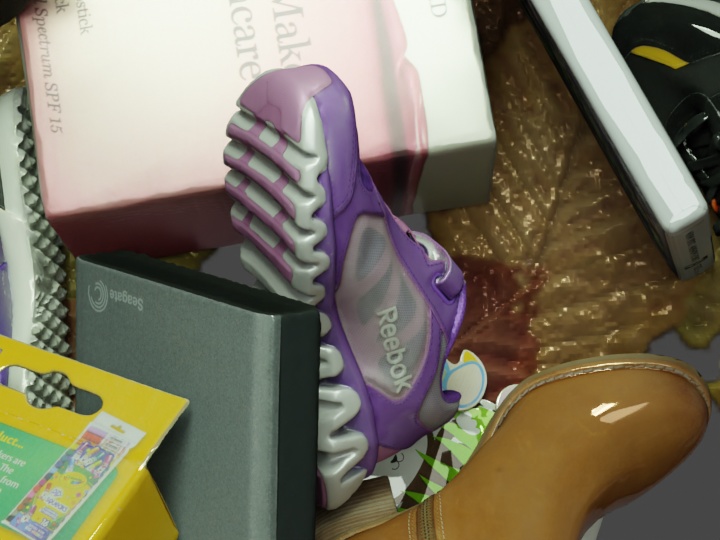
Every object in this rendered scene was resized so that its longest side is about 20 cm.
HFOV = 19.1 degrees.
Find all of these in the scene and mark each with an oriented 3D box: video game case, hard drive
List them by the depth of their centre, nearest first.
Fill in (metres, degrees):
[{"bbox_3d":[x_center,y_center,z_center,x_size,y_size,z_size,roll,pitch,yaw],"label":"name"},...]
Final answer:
[{"bbox_3d":[-0.070,0.101,0.885,0.033,0.139,0.202,-7,104,-39],"label":"hard drive"},{"bbox_3d":[0.093,-0.094,0.920,0.023,0.182,0.201,-30,79,6],"label":"video game case"}]

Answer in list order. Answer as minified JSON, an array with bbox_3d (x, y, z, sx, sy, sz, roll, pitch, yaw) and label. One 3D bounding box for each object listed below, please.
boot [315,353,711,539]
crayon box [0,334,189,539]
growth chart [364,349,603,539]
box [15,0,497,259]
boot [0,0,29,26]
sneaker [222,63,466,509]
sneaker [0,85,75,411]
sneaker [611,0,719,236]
[{"bbox_3d":[0.068,0.115,0.872,0.198,0.156,0.077,-18,115,-2],"label":"boot"},{"bbox_3d":[-0.161,0.123,0.840,0.125,0.052,0.201,16,56,29],"label":"crayon box"},{"bbox_3d":[0.015,0.102,0.967,0.198,0.018,0.146,12,80,2],"label":"growth chart"},{"bbox_3d":[-0.046,-0.087,0.959,0.198,0.109,0.129,-10,78,0],"label":"box"},{"bbox_3d":[-0.206,-0.188,0.948,0.064,0.186,0.202,10,59,-39],"label":"boot"},{"bbox_3d":[0.000,0.000,0.889,0.088,0.202,0.081,-19,35,-17],"label":"sneaker"},{"bbox_3d":[-0.186,0.020,0.967,0.098,0.070,0.202,-5,75,7],"label":"sneaker"},{"bbox_3d":[0.181,-0.039,0.951,0.200,0.070,0.090,41,58,6],"label":"sneaker"}]
